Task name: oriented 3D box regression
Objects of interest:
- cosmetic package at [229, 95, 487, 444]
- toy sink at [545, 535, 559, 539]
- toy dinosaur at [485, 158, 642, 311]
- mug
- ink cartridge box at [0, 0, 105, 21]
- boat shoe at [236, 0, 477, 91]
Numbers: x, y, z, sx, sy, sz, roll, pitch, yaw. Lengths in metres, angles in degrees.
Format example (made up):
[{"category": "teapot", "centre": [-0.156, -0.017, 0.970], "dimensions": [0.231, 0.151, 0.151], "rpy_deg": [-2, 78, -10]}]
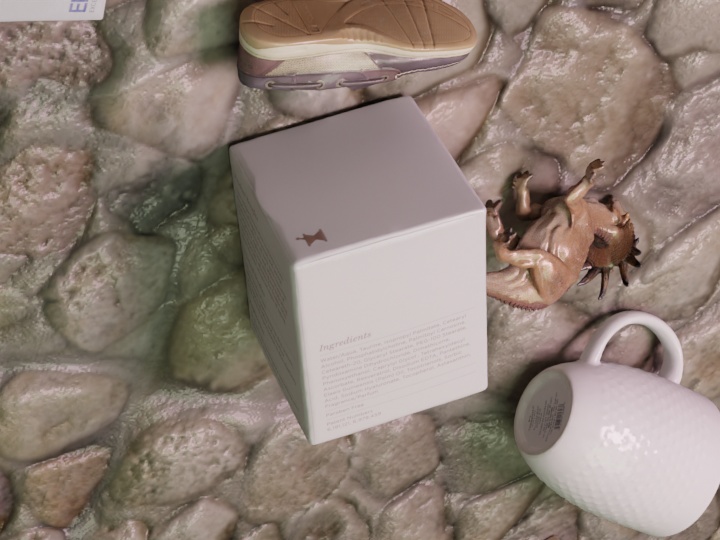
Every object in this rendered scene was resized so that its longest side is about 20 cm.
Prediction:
[{"category": "cosmetic package", "centre": [0.000, 0.000, 1.537], "dimensions": [0.165, 0.168, 0.201], "rpy_deg": [-16, 133, -13]}, {"category": "toy sink", "centre": [0.207, 0.403, 2.009], "dimensions": [0.130, 0.112, 0.201], "rpy_deg": [-32, 129, 1]}, {"category": "toy dinosaur", "centre": [0.173, -0.013, 1.643], "dimensions": [0.200, 0.086, 0.136], "rpy_deg": [-40, 120, -16]}, {"category": "mug", "centre": [0.249, 0.138, 1.807], "dimensions": [0.174, 0.147, 0.202], "rpy_deg": [22, 85, -30]}, {"category": "ink cartridge box", "centre": [-0.256, -0.250, 1.258], "dimensions": [0.198, 0.041, 0.200], "rpy_deg": [-4, 141, -22]}, {"category": "boat shoe", "centre": [-0.005, -0.174, 1.465], "dimensions": [0.198, 0.072, 0.065], "rpy_deg": [-6, 141, -25]}]
